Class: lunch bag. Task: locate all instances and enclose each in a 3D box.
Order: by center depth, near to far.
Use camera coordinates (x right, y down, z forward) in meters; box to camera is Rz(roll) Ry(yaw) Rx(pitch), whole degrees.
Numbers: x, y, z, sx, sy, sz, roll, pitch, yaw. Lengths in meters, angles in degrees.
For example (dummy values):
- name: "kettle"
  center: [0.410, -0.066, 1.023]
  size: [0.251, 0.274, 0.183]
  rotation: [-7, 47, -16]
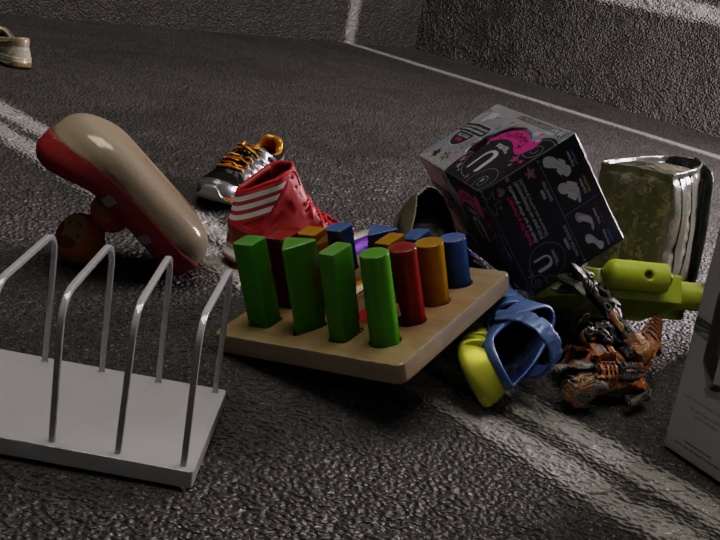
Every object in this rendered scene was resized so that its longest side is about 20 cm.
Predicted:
- name: "lunch bag"
  center: [0.384, -0.061, 1.407]
  size: [0.117, 0.166, 0.199]
  rotation: [15, 18, 33]

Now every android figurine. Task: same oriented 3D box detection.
- name: "android figurine"
  center: [0.267, 0.023, 1.190]
  size: [0.198, 0.041, 0.182]
  rotation: [7, -12, -4]

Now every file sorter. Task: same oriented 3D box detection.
- name: "file sorter"
  center: [-0.198, 0.053, 0.783]
  size: [0.198, 0.126, 0.139]
  rotation: [11, 18, -1]

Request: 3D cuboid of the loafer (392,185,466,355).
- name: "loafer"
  center: [0.069, -0.006, 1.102]
  size: [0.074, 0.070, 0.201]
  rotation: [1, 50, -14]

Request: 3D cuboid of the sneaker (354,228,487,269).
- name: "sneaker"
  center: [0.062, 0.004, 1.178]
  size: [0.199, 0.070, 0.099]
  rotation: [-2, 24, -34]

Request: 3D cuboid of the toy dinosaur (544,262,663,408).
- name: "toy dinosaur"
  center: [0.234, 0.077, 1.057]
  size: [0.136, 0.102, 0.200]
  rotation: [45, 16, 25]

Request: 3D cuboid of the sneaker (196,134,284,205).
- name: "sneaker"
  center: [-0.160, -0.135, 1.472]
  size: [0.078, 0.078, 0.200]
  rotation: [17, 20, 15]

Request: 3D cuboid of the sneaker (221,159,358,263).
- name: "sneaker"
  center: [-0.053, -0.061, 1.233]
  size: [0.198, 0.117, 0.078]
  rotation: [0, 20, -30]

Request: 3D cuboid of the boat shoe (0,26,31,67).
- name: "boat shoe"
  center: [-0.712, -0.452, 2.156]
  size: [0.199, 0.066, 0.072]
  rotation: [26, 23, 39]

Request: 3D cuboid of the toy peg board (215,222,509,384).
- name: "toy peg board"
  center: [0.000, 0.000, 0.976]
  size: [0.199, 0.099, 0.199]
  rotation: [7, 26, 34]

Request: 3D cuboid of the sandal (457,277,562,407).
- name: "sandal"
  center: [0.143, 0.056, 1.013]
  size: [0.087, 0.080, 0.200]
  rotation: [-23, 20, 15]

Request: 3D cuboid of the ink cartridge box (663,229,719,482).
- name: "ink cartridge box"
  center: [0.356, 0.070, 0.922]
  size: [0.146, 0.202, 0.083]
  rotation: [0, 19, -30]

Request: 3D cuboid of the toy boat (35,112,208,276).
- name: "toy boat"
  center: [-0.258, -0.060, 1.115]
  size: [0.200, 0.131, 0.131]
  rotation: [50, 0, -26]

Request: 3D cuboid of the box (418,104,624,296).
- name: "box"
  center: [0.159, -0.079, 1.135]
  size: [0.114, 0.133, 0.200]
  rotation: [-33, 22, -5]
